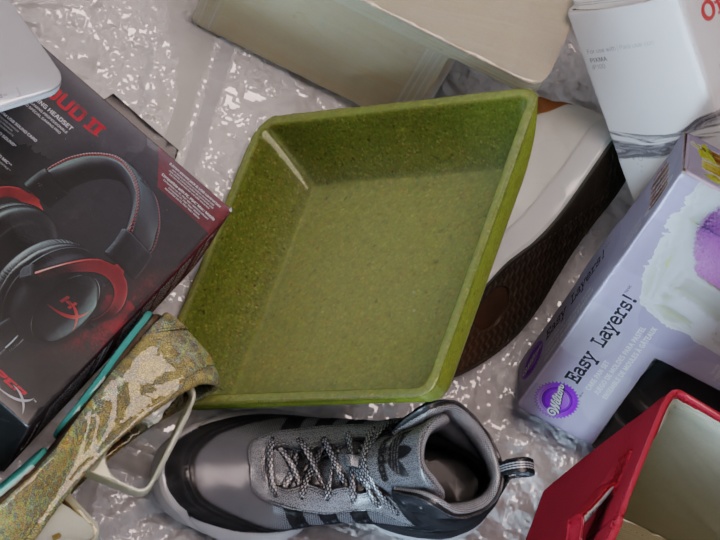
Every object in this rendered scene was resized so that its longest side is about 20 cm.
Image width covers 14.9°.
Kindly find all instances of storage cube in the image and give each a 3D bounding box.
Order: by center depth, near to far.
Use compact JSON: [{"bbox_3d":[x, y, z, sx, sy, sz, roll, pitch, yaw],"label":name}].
[{"bbox_3d":[0.174,0.202,1.477,0.200,0.180,0.171,31,60,-7],"label":"storage cube"}]

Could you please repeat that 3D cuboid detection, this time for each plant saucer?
[{"bbox_3d":[0.000,0.000,1.518,0.048,0.200,0.200,47,52,-39],"label":"plant saucer"}]

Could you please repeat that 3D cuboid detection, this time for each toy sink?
[{"bbox_3d":[0.022,-0.173,1.621,0.200,0.112,0.130,25,61,-4],"label":"toy sink"}]

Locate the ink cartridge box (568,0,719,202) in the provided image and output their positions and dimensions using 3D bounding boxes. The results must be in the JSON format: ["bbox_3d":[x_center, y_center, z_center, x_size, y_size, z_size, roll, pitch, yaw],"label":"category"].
[{"bbox_3d":[0.218,-0.094,1.615,0.146,0.083,0.200,-37,114,-43],"label":"ink cartridge box"}]

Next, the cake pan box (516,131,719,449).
[{"bbox_3d":[0.210,0.043,1.560,0.184,0.200,0.052,29,33,-7],"label":"cake pan box"}]

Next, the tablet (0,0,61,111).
[{"bbox_3d":[-0.269,-0.106,1.420,0.200,0.014,0.130,-20,50,-24],"label":"tablet"}]

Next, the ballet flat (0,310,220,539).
[{"bbox_3d":[-0.147,0.108,1.447,0.071,0.071,0.200,42,70,0],"label":"ballet flat"}]

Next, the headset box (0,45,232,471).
[{"bbox_3d":[-0.179,-0.017,1.496,0.149,0.075,0.200,41,60,2],"label":"headset box"}]

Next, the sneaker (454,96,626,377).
[{"bbox_3d":[0.074,-0.020,1.612,0.085,0.073,0.200,27,63,27],"label":"sneaker"}]

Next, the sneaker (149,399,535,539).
[{"bbox_3d":[-0.006,0.104,1.484,0.200,0.114,0.076,5,74,-20],"label":"sneaker"}]
